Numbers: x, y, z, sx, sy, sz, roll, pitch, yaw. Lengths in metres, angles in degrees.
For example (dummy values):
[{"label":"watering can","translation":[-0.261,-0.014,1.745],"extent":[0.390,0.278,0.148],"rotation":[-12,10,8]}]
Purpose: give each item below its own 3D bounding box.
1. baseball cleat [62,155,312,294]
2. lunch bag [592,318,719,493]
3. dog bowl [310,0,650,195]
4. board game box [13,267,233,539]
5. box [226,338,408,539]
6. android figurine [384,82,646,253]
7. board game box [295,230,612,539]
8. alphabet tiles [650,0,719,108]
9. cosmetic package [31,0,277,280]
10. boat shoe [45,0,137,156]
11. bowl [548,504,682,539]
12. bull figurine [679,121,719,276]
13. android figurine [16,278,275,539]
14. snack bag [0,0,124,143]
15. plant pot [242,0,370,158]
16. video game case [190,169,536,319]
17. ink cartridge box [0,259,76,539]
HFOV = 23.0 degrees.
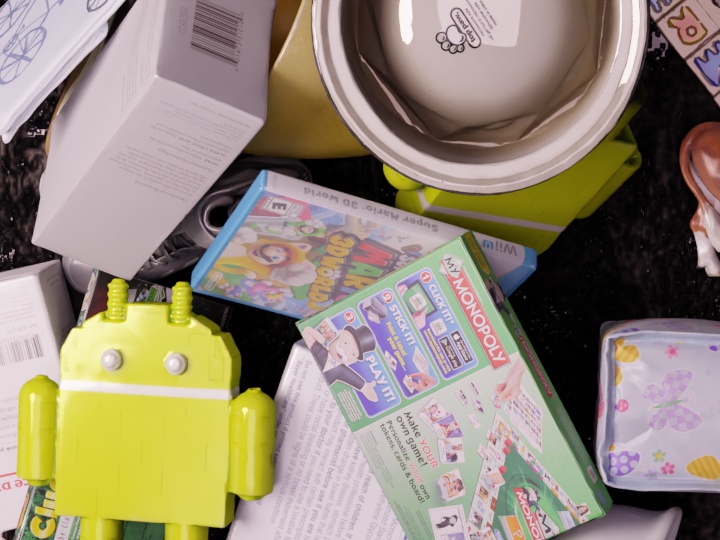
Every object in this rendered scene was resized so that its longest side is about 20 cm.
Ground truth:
[{"label":"baseball cleat","translation":[-0.131,-0.033,1.254],"extent":[0.199,0.106,0.070],"rotation":[-26,97,9]},{"label":"lunch bag","translation":[0.258,0.088,1.194],"extent":[0.198,0.170,0.129],"rotation":[5,91,7]},{"label":"dog bowl","translation":[0.072,-0.151,1.065],"extent":[0.198,0.074,0.202],"rotation":[1,101,4]},{"label":"board game box","translation":[-0.168,0.108,1.255],"extent":[0.104,0.023,0.202],"rotation":[18,89,-21]},{"label":"box","translation":[0.021,0.164,1.255],"extent":[0.198,0.105,0.186],"rotation":[20,96,5]},{"label":"android figurine","translation":[0.101,-0.066,1.201],"extent":[0.200,0.181,0.041],"rotation":[-51,44,41]},{"label":"board game box","translation":[0.060,0.093,1.162],"extent":[0.134,0.029,0.201],"rotation":[-27,91,22]},{"label":"alphabet tiles","translation":[0.293,-0.201,1.248],"extent":[0.166,0.006,0.201],"rotation":[-38,90,7]},{"label":"cosmetic package","translation":[-0.137,-0.096,1.155],"extent":[0.081,0.114,0.200],"rotation":[20,142,-22]},{"label":"boat shoe","translation":[-0.161,-0.161,1.270],"extent":[0.064,0.073,0.201],"rotation":[25,106,-2]},{"label":"bowl","translation":[0.144,0.240,1.210],"extent":[0.090,0.201,0.203],"rotation":[21,96,15]},{"label":"bull figurine","translation":[0.320,-0.057,1.226],"extent":[0.198,0.065,0.123],"rotation":[0,91,6]},{"label":"android figurine","translation":[-0.145,0.107,1.205],"extent":[0.180,0.041,0.202],"rotation":[5,94,8]},{"label":"snack bag","translation":[-0.191,-0.195,1.217],"extent":[0.200,0.189,0.021],"rotation":[-47,119,8]},{"label":"plant pot","translation":[-0.011,-0.156,1.205],"extent":[0.141,0.200,0.202],"rotation":[20,97,-22]},{"label":"video game case","translation":[0.000,0.000,1.204],"extent":[0.198,0.143,0.018],"rotation":[15,56,-19]},{"label":"ink cartridge box","translation":[-0.256,0.105,1.293],"extent":[0.115,0.067,0.202],"rotation":[-12,99,7]}]
